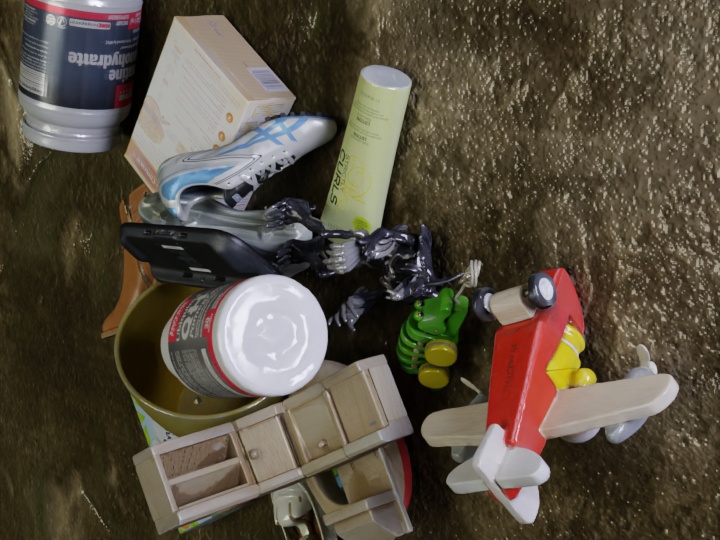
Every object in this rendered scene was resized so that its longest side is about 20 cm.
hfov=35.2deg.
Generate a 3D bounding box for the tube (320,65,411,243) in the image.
[{"bbox_3d":[0.005,-0.103,1.129,0.058,0.052,0.201,-109,27,-52],"label":"tube"}]

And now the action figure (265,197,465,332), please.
[{"bbox_3d":[0.000,0.000,1.103,0.199,0.102,0.119,22,134,30],"label":"action figure"}]

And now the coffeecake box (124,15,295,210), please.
[{"bbox_3d":[-0.176,-0.161,1.289,0.154,0.073,0.200,50,130,26],"label":"coffeecake box"}]

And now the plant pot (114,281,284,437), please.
[{"bbox_3d":[-0.163,0.118,1.272,0.200,0.200,0.142,46,154,31],"label":"plant pot"}]

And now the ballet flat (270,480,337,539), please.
[{"bbox_3d":[-0.061,0.290,1.266,0.067,0.062,0.201,-28,78,31],"label":"ballet flat"}]

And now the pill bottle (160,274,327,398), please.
[{"bbox_3d":[-0.122,0.067,1.092,0.200,0.110,0.111,-13,89,61],"label":"pill bottle"}]

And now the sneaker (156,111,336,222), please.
[{"bbox_3d":[-0.114,-0.109,1.181,0.199,0.072,0.073,-21,77,5],"label":"sneaker"}]

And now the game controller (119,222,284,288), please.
[{"bbox_3d":[-0.168,-0.014,1.180,0.199,0.042,0.104,5,144,43],"label":"game controller"}]

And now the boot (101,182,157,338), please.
[{"bbox_3d":[-0.282,-0.009,1.430,0.200,0.077,0.156,-35,74,42],"label":"boot"}]

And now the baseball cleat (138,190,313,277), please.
[{"bbox_3d":[-0.146,-0.031,1.236,0.199,0.070,0.107,13,141,19],"label":"baseball cleat"}]

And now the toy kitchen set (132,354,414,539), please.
[{"bbox_3d":[-0.067,0.202,1.064,0.200,0.180,0.164,-32,75,43],"label":"toy kitchen set"}]

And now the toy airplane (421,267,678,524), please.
[{"bbox_3d":[0.152,0.116,0.947,0.199,0.141,0.200,-52,35,10],"label":"toy airplane"}]

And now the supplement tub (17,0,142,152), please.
[{"bbox_3d":[-0.348,-0.260,1.405,0.140,0.140,0.201,31,120,39],"label":"supplement tub"}]

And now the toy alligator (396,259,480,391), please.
[{"bbox_3d":[0.066,0.050,1.047,0.200,0.054,0.059,100,179,-52],"label":"toy alligator"}]

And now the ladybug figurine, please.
[{"bbox_3d":[-0.005,0.185,1.178,0.136,0.072,0.201,-35,72,43],"label":"ladybug figurine"}]

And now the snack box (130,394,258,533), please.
[{"bbox_3d":[-0.207,0.210,1.415,0.142,0.053,0.201,-35,72,46],"label":"snack box"}]
